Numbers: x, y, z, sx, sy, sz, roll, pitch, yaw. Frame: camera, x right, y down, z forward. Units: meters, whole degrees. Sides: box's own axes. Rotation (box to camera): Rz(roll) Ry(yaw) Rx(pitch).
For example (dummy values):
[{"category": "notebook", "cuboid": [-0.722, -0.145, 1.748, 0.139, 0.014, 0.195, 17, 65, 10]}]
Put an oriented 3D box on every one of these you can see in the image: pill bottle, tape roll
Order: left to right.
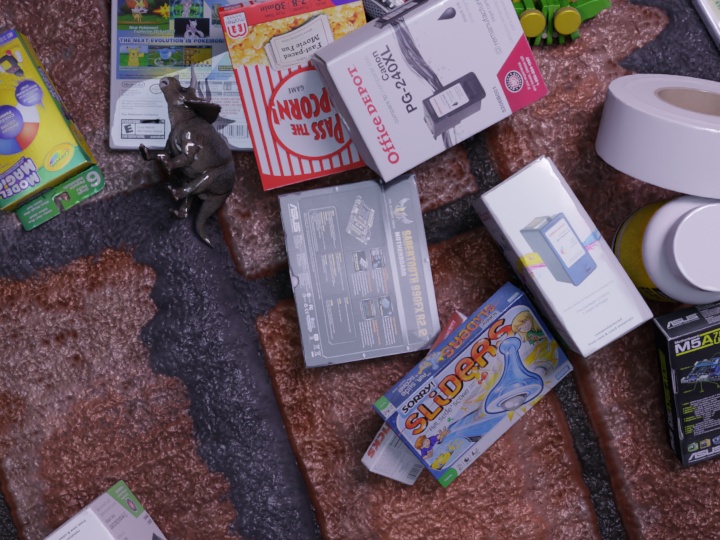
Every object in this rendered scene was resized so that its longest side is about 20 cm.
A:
[{"category": "pill bottle", "cuboid": [0.340, -0.021, 1.025, 0.112, 0.200, 0.113, 0, 90, 1]}, {"category": "tape roll", "cuboid": [0.352, -0.144, 1.022, 0.202, 0.202, 0.071, 8, 116, 1]}]

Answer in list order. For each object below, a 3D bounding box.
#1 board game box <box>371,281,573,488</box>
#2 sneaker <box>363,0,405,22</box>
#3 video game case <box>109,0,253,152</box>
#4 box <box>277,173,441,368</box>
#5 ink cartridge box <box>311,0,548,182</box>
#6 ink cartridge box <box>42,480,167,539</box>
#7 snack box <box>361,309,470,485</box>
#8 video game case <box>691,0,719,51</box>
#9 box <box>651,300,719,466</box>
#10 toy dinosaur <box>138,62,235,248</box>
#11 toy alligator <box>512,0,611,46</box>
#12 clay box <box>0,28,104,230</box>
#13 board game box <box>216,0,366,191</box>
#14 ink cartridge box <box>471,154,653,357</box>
[{"category": "board game box", "cuboid": [0.125, 0.126, 1.067, 0.200, 0.034, 0.135, -42, 124, -5]}, {"category": "sneaker", "cuboid": [0.044, -0.254, 1.092, 0.200, 0.081, 0.075, 41, 92, 0]}, {"category": "video game case", "cuboid": [-0.187, -0.228, 1.124, 0.200, 0.022, 0.182, 1, 90, 2]}, {"category": "box", "cuboid": [0.000, 0.000, 1.106, 0.158, 0.048, 0.200, -10, 90, 0]}, {"category": "ink cartridge box", "cuboid": [0.071, -0.204, 1.022, 0.200, 0.083, 0.145, -29, 114, -1]}, {"category": "ink cartridge box", "cuboid": [-0.247, 0.342, 1.059, 0.084, 0.146, 0.200, -37, 90, -1]}, {"category": "snack box", "cuboid": [0.081, 0.144, 1.089, 0.072, 0.024, 0.200, 28, 96, -37]}, {"category": "video game case", "cuboid": [0.471, -0.329, 1.115, 0.182, 0.022, 0.200, -30, 90, 0]}, {"category": "box", "cuboid": [0.424, 0.105, 1.054, 0.200, 0.048, 0.193, -19, 121, 1]}, {"category": "toy dinosaur", "cuboid": [-0.175, -0.115, 1.077, 0.102, 0.077, 0.200, -33, 116, -25]}, {"category": "toy alligator", "cuboid": [0.180, -0.278, 1.105, 0.200, 0.059, 0.054, -4, 130, 1]}, {"category": "clay box", "cuboid": [-0.388, -0.157, 1.113, 0.115, 0.048, 0.200, -30, 88, 1]}, {"category": "board game box", "cuboid": [-0.058, -0.202, 1.068, 0.151, 0.046, 0.200, -15, 113, -4]}, {"category": "ink cartridge box", "cuboid": [0.210, -0.016, 1.054, 0.087, 0.145, 0.200, -31, 90, 2]}]
